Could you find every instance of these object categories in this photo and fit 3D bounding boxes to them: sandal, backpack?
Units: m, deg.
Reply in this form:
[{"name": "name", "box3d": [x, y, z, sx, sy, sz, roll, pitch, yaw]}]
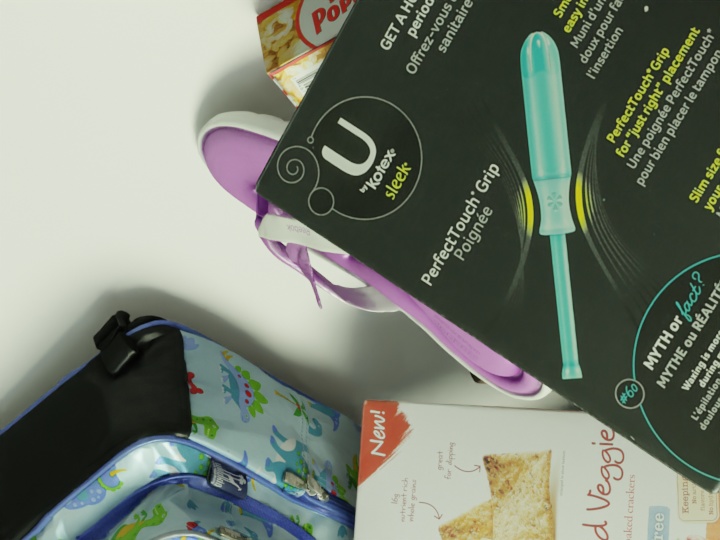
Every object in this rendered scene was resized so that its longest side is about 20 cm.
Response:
[{"name": "sandal", "box3d": [0.000, -0.004, 0.789, 0.202, 0.050, 0.083, 33, 150, 16]}, {"name": "backpack", "box3d": [-0.086, 0.145, 0.925, 0.200, 0.147, 0.183, 27, 126, -36]}]

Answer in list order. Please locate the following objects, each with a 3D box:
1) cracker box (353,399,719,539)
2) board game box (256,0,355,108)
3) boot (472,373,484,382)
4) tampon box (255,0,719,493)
[{"name": "cracker box", "box3d": [0.096, 0.135, 0.857, 0.199, 0.135, 0.058, 1, 173, 24]}, {"name": "board game box", "box3d": [0.077, -0.099, 0.798, 0.199, 0.046, 0.152, -27, 132, 14]}, {"name": "boot", "box3d": [0.171, 0.004, 0.834, 0.199, 0.065, 0.187, 6, 148, -17]}, {"name": "tampon box", "box3d": [0.094, -0.042, 0.662, 0.200, 0.126, 0.150, 34, 103, 14]}]
